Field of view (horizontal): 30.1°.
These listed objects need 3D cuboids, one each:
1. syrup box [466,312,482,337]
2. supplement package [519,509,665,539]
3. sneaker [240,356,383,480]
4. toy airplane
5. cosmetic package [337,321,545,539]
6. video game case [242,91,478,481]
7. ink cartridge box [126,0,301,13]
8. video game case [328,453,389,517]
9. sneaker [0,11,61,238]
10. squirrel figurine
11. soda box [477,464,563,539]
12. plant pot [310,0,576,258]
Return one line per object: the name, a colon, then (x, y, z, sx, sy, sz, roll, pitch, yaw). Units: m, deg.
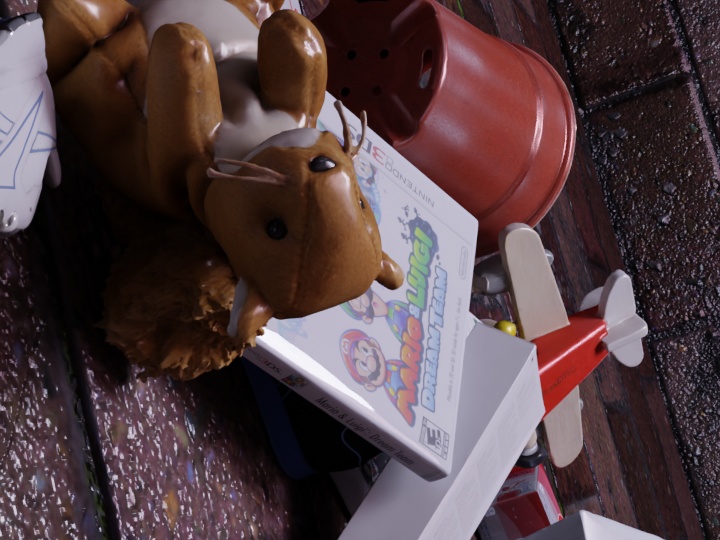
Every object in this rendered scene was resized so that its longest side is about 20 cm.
syrup box: (0.052, 0.074, 0.987, 0.200, 0.081, 0.080, 36, 41, -61)
supplement package: (0.196, 0.328, 1.057, 0.190, 0.147, 0.202, 25, 46, -35)
sneaker: (-0.040, 0.034, 0.827, 0.070, 0.077, 0.202, -68, 137, -64)
toy airplane: (0.152, 0.070, 1.169, 0.198, 0.140, 0.202, 15, 95, -44)
cosmetic package: (0.049, 0.137, 0.855, 0.201, 0.050, 0.083, -54, 152, -26)
video game case: (0.000, 0.000, 0.814, 0.182, 0.024, 0.202, 38, 45, -31)
ink cartridge box: (-0.083, -0.147, 0.884, 0.200, 0.067, 0.116, 29, 47, -65)
video game case: (0.031, 0.162, 1.013, 0.182, 0.023, 0.201, -76, 145, -60)
sneaker: (-0.165, -0.046, 0.541, 0.200, 0.074, 0.088, -61, 136, -66)
squirrel figurine: (-0.061, -0.035, 0.654, 0.141, 0.201, 0.187, -18, 54, -35)
soda box: (0.168, 0.281, 1.232, 0.063, 0.069, 0.202, -64, 133, -69)
plant pot: (0.048, -0.131, 1.097, 0.195, 0.199, 0.203, 25, 49, -56)
